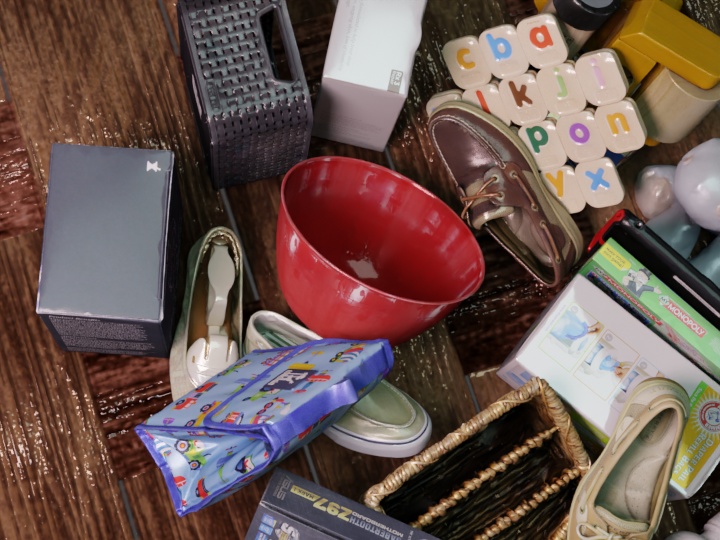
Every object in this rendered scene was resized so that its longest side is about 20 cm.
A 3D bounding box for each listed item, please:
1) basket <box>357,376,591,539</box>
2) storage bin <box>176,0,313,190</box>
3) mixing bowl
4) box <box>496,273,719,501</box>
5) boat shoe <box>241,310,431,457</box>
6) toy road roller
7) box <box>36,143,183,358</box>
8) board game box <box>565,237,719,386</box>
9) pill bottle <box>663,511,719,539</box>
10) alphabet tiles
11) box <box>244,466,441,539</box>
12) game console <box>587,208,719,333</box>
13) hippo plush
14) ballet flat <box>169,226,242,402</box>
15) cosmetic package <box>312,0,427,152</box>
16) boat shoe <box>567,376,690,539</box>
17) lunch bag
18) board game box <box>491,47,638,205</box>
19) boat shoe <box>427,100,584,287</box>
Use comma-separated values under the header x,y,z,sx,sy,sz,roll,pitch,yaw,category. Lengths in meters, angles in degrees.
x,y,z,sx,sy,sz,roll,pitch,yaw,category
0.110,0.209,1.471,0.200,0.149,0.143,-32,82,-11,basket
-0.106,-0.165,1.505,0.093,0.200,0.136,-13,80,-6,storage bin
0.000,0.000,1.505,0.200,0.200,0.109,31,122,2,mixing bowl
0.238,0.112,1.518,0.200,0.113,0.101,39,79,4,box
-0.026,0.103,1.495,0.199,0.062,0.072,25,54,20,boat shoe
0.254,-0.228,1.539,0.200,0.123,0.146,32,57,-3,toy road roller
-0.217,-0.012,1.467,0.107,0.200,0.149,4,77,-4,box
0.283,0.058,1.522,0.200,0.135,0.029,42,78,4,board game box
0.281,0.308,1.481,0.200,0.113,0.113,-37,83,-10,pill bottle
0.161,-0.138,1.535,0.196,0.199,0.015,63,37,-21,alphabet tiles
-0.035,0.278,1.430,0.157,0.200,0.051,24,39,0,box
0.297,0.025,1.508,0.200,0.177,0.031,41,80,5,game console
0.359,-0.057,1.538,0.199,0.161,0.160,-17,80,-7,hippo plush
-0.137,0.053,1.511,0.067,0.062,0.201,5,68,-16,ballet flat
0.006,-0.190,1.520,0.081,0.200,0.113,13,77,-2,cosmetic package
0.231,0.191,1.427,0.073,0.063,0.201,23,106,1,boat shoe
-0.066,0.122,1.387,0.150,0.200,0.094,-32,98,-39,lunch bag
0.227,-0.178,1.612,0.200,0.046,0.152,-41,84,-11,board game box
0.129,-0.068,1.543,0.200,0.072,0.072,52,39,-11,boat shoe
